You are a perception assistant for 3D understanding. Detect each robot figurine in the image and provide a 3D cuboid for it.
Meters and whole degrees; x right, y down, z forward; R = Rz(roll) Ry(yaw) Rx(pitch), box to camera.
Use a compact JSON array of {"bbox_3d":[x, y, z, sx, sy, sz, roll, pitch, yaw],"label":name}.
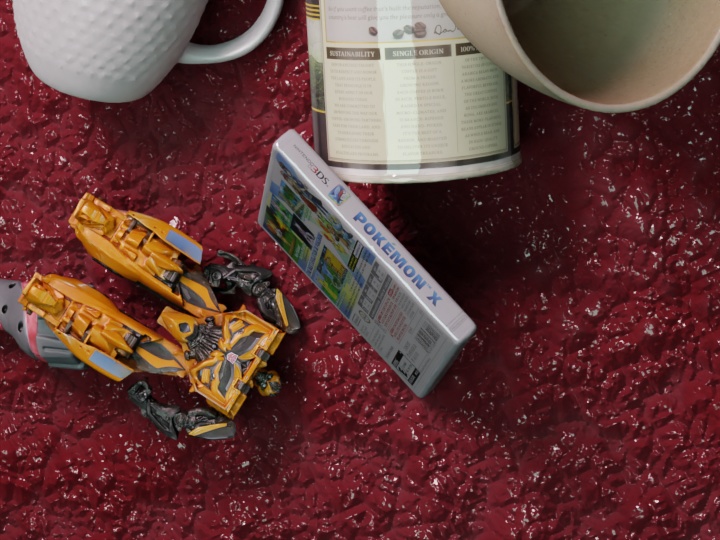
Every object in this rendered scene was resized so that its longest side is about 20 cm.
[{"bbox_3d":[-0.145,0.037,1.623,0.200,0.058,0.145,31,84,1],"label":"robot figurine"}]

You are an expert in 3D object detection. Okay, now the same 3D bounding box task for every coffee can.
[{"bbox_3d":[0.034,-0.169,1.489,0.146,0.146,0.201,1,102,21],"label":"coffee can"}]

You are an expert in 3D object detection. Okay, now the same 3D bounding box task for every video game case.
[{"bbox_3d":[0.000,0.000,1.528,0.022,0.200,0.182,-41,84,-13],"label":"video game case"}]

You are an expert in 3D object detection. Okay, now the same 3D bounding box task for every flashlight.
[{"bbox_3d":[-0.299,0.035,1.708,0.199,0.068,0.068,4,98,19],"label":"flashlight"}]

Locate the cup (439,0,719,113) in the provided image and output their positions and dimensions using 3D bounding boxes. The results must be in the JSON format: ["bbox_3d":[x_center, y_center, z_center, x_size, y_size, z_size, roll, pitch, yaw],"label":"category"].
[{"bbox_3d":[0.120,-0.204,1.366,0.143,0.200,0.201,14,110,56],"label":"cup"}]

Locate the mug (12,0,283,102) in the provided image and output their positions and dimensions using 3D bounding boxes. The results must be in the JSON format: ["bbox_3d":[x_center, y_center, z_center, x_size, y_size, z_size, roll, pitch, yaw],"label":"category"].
[{"bbox_3d":[-0.152,-0.213,1.568,0.199,0.148,0.176,10,116,-12],"label":"mug"}]
